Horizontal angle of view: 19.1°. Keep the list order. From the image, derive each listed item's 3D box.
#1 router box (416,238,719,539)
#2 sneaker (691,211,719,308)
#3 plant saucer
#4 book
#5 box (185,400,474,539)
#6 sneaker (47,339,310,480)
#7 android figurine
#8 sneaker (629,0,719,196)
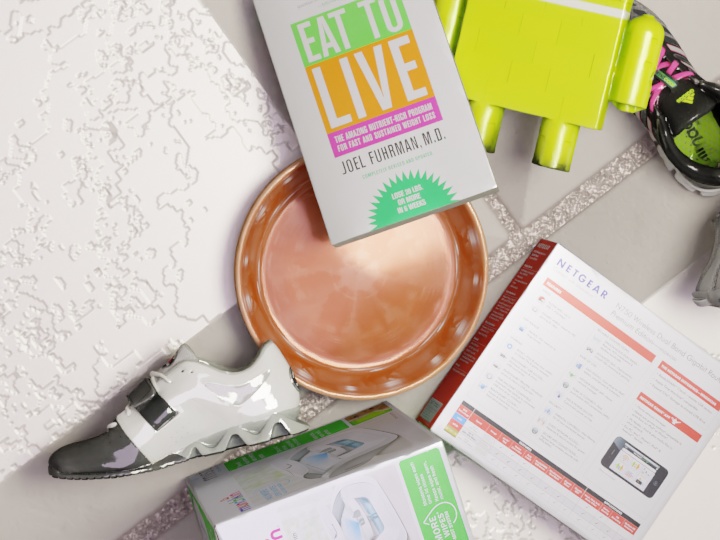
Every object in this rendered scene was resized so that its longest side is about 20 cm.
[{"bbox_3d":[0.177,0.105,1.703,0.200,0.049,0.180,36,88,-12],"label":"router box"},{"bbox_3d":[0.313,-0.052,1.687,0.075,0.082,0.200,51,52,-32],"label":"sneaker"},{"bbox_3d":[0.000,0.000,1.668,0.200,0.032,0.201,-1,95,-10],"label":"plant saucer"},{"bbox_3d":[0.010,-0.133,1.624,0.133,0.048,0.200,-19,84,4],"label":"book"},{"bbox_3d":[-0.026,0.184,1.594,0.176,0.200,0.097,-19,98,-8],"label":"box"},{"bbox_3d":[-0.146,0.104,1.629,0.199,0.074,0.089,-15,93,-7],"label":"sneaker"},{"bbox_3d":[0.140,-0.182,1.641,0.182,0.041,0.201,13,94,14],"label":"android figurine"},{"bbox_3d":[0.240,-0.140,1.672,0.074,0.087,0.200,-39,101,-5],"label":"sneaker"}]
